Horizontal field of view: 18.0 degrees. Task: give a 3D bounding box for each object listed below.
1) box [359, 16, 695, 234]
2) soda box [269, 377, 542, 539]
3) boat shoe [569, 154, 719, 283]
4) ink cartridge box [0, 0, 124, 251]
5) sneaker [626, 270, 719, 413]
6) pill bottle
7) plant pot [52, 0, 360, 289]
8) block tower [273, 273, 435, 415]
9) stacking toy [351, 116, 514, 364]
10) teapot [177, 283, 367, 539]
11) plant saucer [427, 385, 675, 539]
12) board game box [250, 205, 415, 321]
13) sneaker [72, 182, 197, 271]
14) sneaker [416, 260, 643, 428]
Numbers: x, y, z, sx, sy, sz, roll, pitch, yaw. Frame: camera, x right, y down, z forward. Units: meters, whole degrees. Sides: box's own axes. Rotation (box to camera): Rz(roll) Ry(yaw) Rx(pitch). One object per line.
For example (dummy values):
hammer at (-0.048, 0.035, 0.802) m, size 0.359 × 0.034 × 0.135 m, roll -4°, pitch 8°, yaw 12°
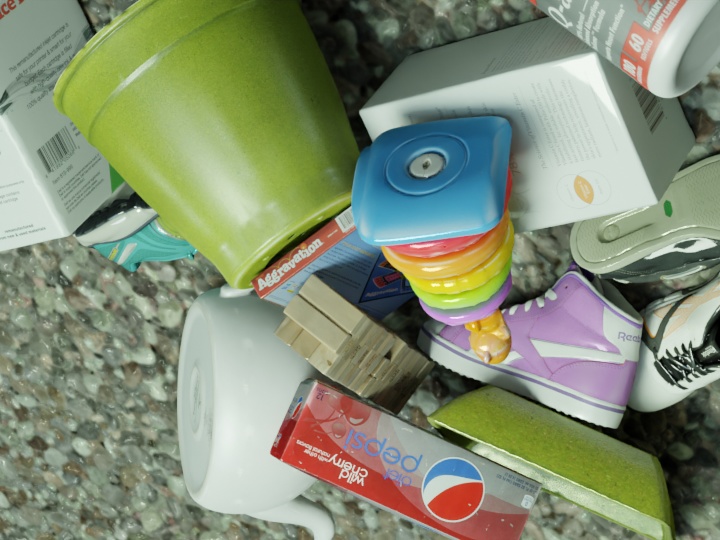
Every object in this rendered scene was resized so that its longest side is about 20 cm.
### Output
box at (0.121, -0.104, 1.648) m, size 0.199 × 0.098 × 0.125 m, roll -11°, pitch 115°, yaw 33°
soda box at (0.034, 0.154, 1.754) m, size 0.199 × 0.070 × 0.063 m, roll 25°, pitch 176°, yaw -9°
boat shoe at (0.255, -0.036, 1.655) m, size 0.199 × 0.072 × 0.068 m, roll -16°, pitch 149°, yaw 28°
ink cartridge box at (-0.269, -0.139, 1.804) m, size 0.083 × 0.147 × 0.201 m, roll -11°, pitch 114°, yaw 34°
sneaker at (0.251, 0.052, 1.695) m, size 0.074 × 0.080 × 0.200 m, roll 41°, pitch 132°, yaw -4°
pill bottle at (0.162, -0.216, 1.523) m, size 0.200 × 0.116 × 0.116 m, roll 39°, pitch 132°, yaw 19°
plant pot at (-0.090, -0.098, 1.666) m, size 0.200 × 0.200 × 0.193 m, roll -42°, pitch 78°, yaw 40°
block tower at (-0.004, 0.058, 1.718) m, size 0.058 × 0.200 × 0.054 m, roll 39°, pitch 90°, yaw 22°
stacking toy at (0.072, -0.005, 1.624) m, size 0.109 × 0.116 × 0.200 m, roll -7°, pitch 135°, yaw 16°
teapot at (-0.065, 0.102, 1.858) m, size 0.145 × 0.198 × 0.200 m, roll 0°, pitch 153°, yaw -15°
plant saucer at (0.161, 0.147, 1.772) m, size 0.199 × 0.048 × 0.200 m, roll 23°, pitch 172°, yaw 13°
board game box at (0.000, 0.000, 1.711) m, size 0.103 × 0.200 × 0.019 m, roll -35°, pitch 70°, yaw 12°
sneaker at (-0.146, -0.051, 1.859) m, size 0.199 × 0.078 × 0.080 m, roll -19°, pitch 130°, yaw 41°
sneaker at (0.137, 0.042, 1.768) m, size 0.200 × 0.072 × 0.115 m, roll 18°, pitch 94°, yaw 38°
